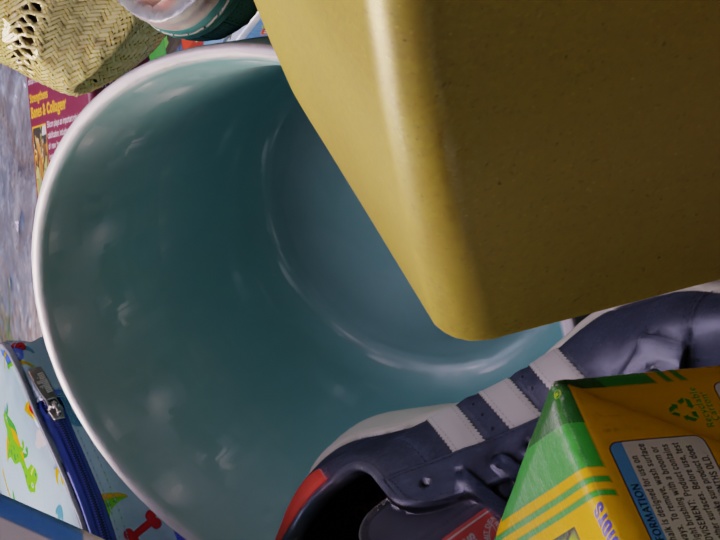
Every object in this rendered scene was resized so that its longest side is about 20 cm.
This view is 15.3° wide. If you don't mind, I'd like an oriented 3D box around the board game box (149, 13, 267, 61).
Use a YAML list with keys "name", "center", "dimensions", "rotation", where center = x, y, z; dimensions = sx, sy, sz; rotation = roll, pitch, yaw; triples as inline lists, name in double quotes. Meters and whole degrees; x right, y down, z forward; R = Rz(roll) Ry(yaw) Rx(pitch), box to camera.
- name: "board game box"
  center: [-0.041, -0.162, 1.053]
  dimensions: [0.200, 0.036, 0.152]
  rotation: [-44, 51, 55]

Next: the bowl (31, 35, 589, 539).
- name: "bowl"
  center: [0.000, 0.000, 0.895]
  dimensions: [0.199, 0.105, 0.202]
  rotation: [13, 121, 22]

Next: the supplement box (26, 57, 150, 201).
- name: "supplement box"
  center: [-0.097, -0.077, 1.211]
  dimensions: [0.110, 0.085, 0.202]
  rotation: [177, 89, -69]

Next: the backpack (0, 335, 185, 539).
- name: "backpack"
  center: [-0.056, 0.102, 1.044]
  dimensions: [0.201, 0.146, 0.184]
  rotation: [57, 157, 28]

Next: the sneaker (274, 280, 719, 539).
- name: "sneaker"
  center: [0.052, 0.066, 0.783]
  dimensions: [0.199, 0.085, 0.075]
  rotation: [-28, 100, 37]

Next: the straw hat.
- name: "straw hat"
  center: [-0.114, -0.121, 1.049]
  dimensions: [0.202, 0.085, 0.201]
  rotation: [-58, -8, -13]

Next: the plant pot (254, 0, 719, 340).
- name: "plant pot"
  center: [0.059, -0.101, 0.698]
  dimensions: [0.200, 0.198, 0.177]
  rotation: [-121, 23, -48]

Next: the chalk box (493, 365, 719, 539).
- name: "chalk box"
  center: [0.098, 0.135, 0.716]
  dimensions: [0.125, 0.123, 0.201]
  rotation: [-115, 30, -41]

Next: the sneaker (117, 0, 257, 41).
- name: "sneaker"
  center: [-0.044, -0.132, 0.907]
  dimensions: [0.071, 0.080, 0.201]
  rotation: [-50, 29, 23]

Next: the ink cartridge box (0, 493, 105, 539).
- name: "ink cartridge box"
  center: [-0.104, 0.168, 0.851]
  dimensions: [0.200, 0.146, 0.145]
  rotation: [80, -147, -71]
